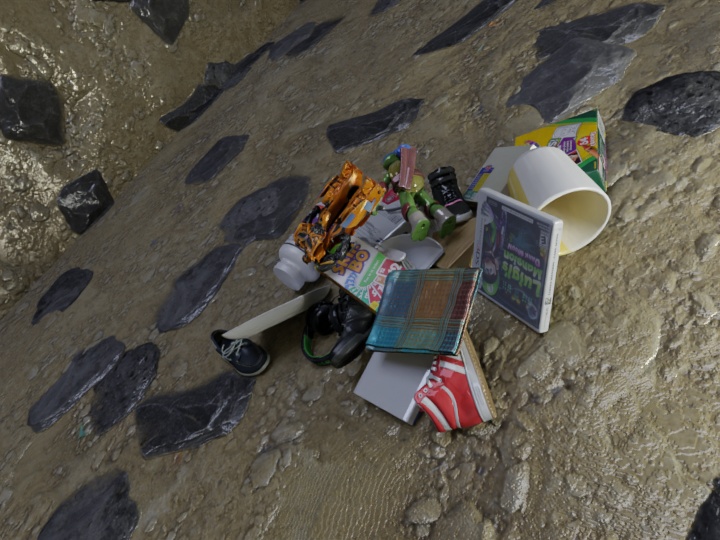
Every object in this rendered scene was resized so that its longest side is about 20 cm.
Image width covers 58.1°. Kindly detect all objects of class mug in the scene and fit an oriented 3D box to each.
[{"bbox_3d":[0.305,-0.125,1.106,0.184,0.150,0.154,-17,49,2],"label":"mug"}]

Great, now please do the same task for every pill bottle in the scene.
[{"bbox_3d":[-0.112,-0.054,1.500,0.112,0.113,0.201,9,55,49],"label":"pill bottle"}]

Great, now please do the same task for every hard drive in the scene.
[{"bbox_3d":[0.082,0.141,1.090,0.131,0.025,0.202,19,77,45],"label":"hard drive"}]

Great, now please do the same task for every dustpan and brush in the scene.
[{"bbox_3d":[0.050,-0.030,1.247,0.140,0.057,0.199,-46,29,-13],"label":"dustpan and brush"}]

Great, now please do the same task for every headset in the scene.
[{"bbox_3d":[-0.061,0.086,1.293,0.122,0.094,0.202,-5,56,40],"label":"headset"}]

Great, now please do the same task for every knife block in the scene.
[{"bbox_3d":[0.180,-0.007,1.202,0.198,0.064,0.177,-18,38,28],"label":"knife block"}]

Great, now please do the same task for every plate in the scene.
[{"bbox_3d":[-0.169,0.093,1.371,0.198,0.033,0.199,-25,0,15],"label":"plate"}]

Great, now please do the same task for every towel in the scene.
[{"bbox_3d":[0.095,0.062,1.028,0.199,0.022,0.148,-4,61,50],"label":"towel"}]

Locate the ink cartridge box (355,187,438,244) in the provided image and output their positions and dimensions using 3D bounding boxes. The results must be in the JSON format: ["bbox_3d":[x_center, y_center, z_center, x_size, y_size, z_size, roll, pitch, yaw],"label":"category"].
[{"bbox_3d":[0.047,-0.069,1.389,0.200,0.084,0.145,-41,33,-5],"label":"ink cartridge box"}]

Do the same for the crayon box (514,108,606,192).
[{"bbox_3d":[0.383,-0.210,1.260,0.171,0.058,0.201,-15,39,32],"label":"crayon box"}]

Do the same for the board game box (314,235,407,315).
[{"bbox_3d":[0.000,0.000,1.190,0.096,0.030,0.199,-45,47,-13],"label":"board game box"}]

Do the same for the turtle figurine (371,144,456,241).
[{"bbox_3d":[0.082,-0.118,1.247,0.200,0.143,0.195,-46,52,14],"label":"turtle figurine"}]

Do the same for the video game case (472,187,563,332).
[{"bbox_3d":[0.248,-0.022,1.065,0.023,0.184,0.200,-9,24,-23],"label":"video game case"}]

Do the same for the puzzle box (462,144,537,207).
[{"bbox_3d":[0.271,-0.183,1.275,0.134,0.025,0.200,-56,12,3],"label":"puzzle box"}]

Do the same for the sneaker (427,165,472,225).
[{"bbox_3d":[0.173,-0.153,1.305,0.070,0.100,0.200,-17,17,5],"label":"sneaker"}]

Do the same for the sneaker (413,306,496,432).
[{"bbox_3d":[0.125,0.148,1.001,0.111,0.071,0.202,-24,60,14],"label":"sneaker"}]

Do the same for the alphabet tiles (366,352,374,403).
[{"bbox_3d":[0.091,0.128,1.118,0.166,0.008,0.203,-10,59,37],"label":"alphabet tiles"}]

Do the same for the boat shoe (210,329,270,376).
[{"bbox_3d":[-0.266,0.171,1.417,0.075,0.062,0.199,-47,34,-16],"label":"boat shoe"}]

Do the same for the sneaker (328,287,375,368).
[{"bbox_3d":[-0.019,0.089,1.206,0.200,0.114,0.077,-49,-12,-33],"label":"sneaker"}]

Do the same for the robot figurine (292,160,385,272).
[{"bbox_3d":[-0.050,-0.098,1.203,0.201,0.058,0.145,-52,48,5],"label":"robot figurine"}]
